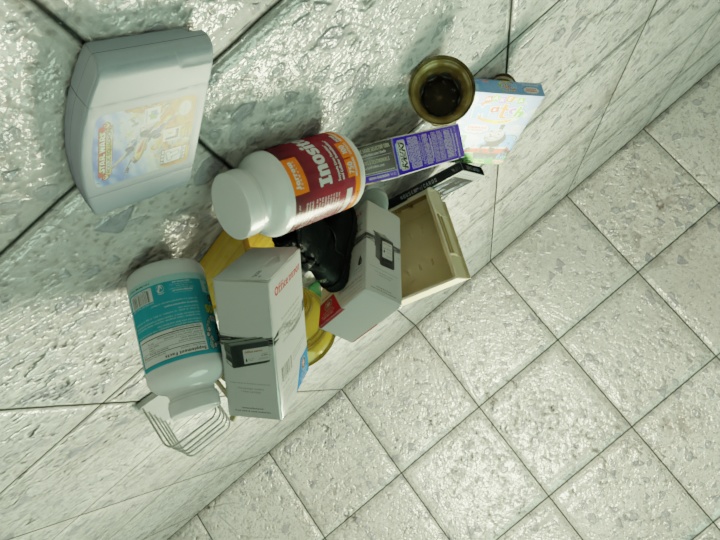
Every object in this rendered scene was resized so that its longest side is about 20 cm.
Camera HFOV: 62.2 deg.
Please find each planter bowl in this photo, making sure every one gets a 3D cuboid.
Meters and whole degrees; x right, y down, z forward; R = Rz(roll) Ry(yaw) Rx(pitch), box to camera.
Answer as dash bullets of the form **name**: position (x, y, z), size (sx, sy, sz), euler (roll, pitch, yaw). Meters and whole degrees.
- **planter bowl**: position (-0.143, 0.086, 1.146), size (0.199, 0.200, 0.084), euler (-31, 147, -27)

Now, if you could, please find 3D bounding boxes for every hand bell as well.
- **hand bell**: position (0.130, -0.272, 1.001), size (0.104, 0.105, 0.200), euler (-40, 177, 3)

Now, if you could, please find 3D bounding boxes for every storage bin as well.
- **storage bin**: position (0.095, -0.040, 1.216), size (0.198, 0.202, 0.093), euler (-24, 165, 28)

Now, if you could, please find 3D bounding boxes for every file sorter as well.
- **file sorter**: position (-0.380, 0.321, 1.328), size (0.138, 0.125, 0.201), euler (-36, 164, -15)

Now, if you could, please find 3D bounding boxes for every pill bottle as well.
- **pill bottle**: position (-0.249, 0.095, 0.823), size (0.109, 0.204, 0.111), euler (-17, 167, -4)
- **pill bottle**: position (-0.095, -0.113, 0.809), size (0.198, 0.113, 0.113), euler (-27, 161, -40)

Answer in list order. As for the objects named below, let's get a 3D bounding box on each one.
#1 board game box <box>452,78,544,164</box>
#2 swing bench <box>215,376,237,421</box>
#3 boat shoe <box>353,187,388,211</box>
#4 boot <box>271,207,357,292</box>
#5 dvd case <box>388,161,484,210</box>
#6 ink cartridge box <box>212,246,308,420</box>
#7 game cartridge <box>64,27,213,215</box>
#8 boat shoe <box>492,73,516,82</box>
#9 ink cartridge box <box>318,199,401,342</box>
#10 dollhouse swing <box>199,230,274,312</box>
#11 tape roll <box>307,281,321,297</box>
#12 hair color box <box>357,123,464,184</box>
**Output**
- **board game box**: position (0.243, -0.283, 1.159), size (0.148, 0.037, 0.201), euler (0, 151, -13)
- **swing bench**: position (-0.219, 0.189, 1.271), size (0.199, 0.130, 0.199), euler (-40, 179, -4)
- **boat shoe**: position (-0.012, -0.092, 1.177), size (0.201, 0.070, 0.064), euler (-50, -162, 32)
- **boot**: position (-0.075, -0.076, 0.980), size (0.072, 0.202, 0.162), euler (-14, 145, 26)
- **dvd case**: position (0.155, -0.175, 1.286), size (0.198, 0.025, 0.150), euler (-26, 172, 28)
- **ink cartridge box**: position (-0.135, 0.082, 0.847), size (0.145, 0.082, 0.204), euler (-60, 150, -68)
- **game cartridge**: position (-0.221, -0.138, 0.590), size (0.132, 0.042, 0.201), euler (-34, 164, -38)
- **boat shoe**: position (0.279, -0.331, 1.216), size (0.203, 0.073, 0.076), euler (84, 20, -62)
- **ink cartridge box**: position (0.000, 0.000, 1.063), size (0.082, 0.203, 0.145), euler (24, 136, -26)
- **dollhouse swing**: position (-0.139, 0.027, 0.984), size (0.182, 0.177, 0.199), euler (-46, 163, 25)
- **tape roll**: position (-0.022, 0.062, 1.350), size (0.199, 0.197, 0.049), euler (-20, 115, -51)
- **hair color box**: position (0.077, -0.194, 1.002), size (0.108, 0.066, 0.198), euler (-5, -168, 43)
